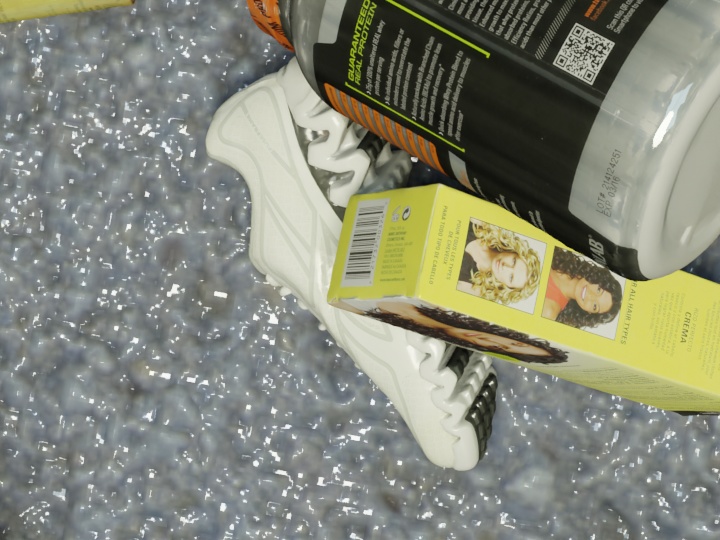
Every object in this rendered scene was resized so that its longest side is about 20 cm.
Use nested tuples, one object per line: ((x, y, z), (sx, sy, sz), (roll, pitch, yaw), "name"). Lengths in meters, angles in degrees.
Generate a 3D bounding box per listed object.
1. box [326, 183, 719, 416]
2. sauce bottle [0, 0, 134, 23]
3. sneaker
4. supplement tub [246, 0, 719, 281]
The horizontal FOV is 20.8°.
((0.089, 0.017, 0.826), (0.199, 0.075, 0.050), (17, 79, -28), "box")
((-0.183, -0.135, 0.850), (0.199, 0.066, 0.066), (-10, 95, -1), "sauce bottle")
((0.000, 0.000, 0.873), (0.081, 0.075, 0.201), (-21, 101, 23), "sneaker")
((0.059, -0.092, 0.758), (0.199, 0.122, 0.123), (32, 94, 24), "supplement tub")
